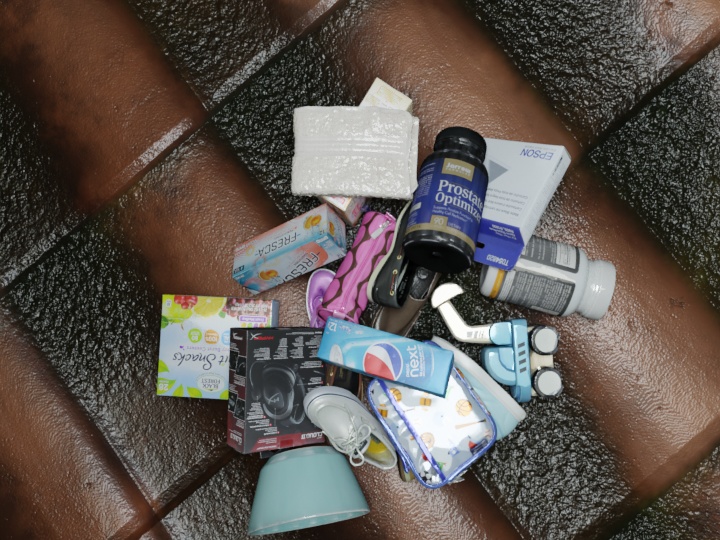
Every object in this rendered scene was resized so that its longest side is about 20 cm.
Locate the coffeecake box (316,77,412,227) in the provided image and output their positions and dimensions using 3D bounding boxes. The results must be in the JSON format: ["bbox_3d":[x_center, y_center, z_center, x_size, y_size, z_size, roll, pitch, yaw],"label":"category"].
[{"bbox_3d":[0.007,-0.188,0.968,0.072,0.154,0.203,32,89,7],"label":"coffeecake box"}]

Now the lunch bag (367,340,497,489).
[{"bbox_3d":[0.108,0.227,0.900,0.158,0.076,0.202,-34,74,-2],"label":"lunch bag"}]

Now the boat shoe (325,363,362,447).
[{"bbox_3d":[-0.031,0.209,0.963,0.068,0.070,0.207,-1,99,-15],"label":"boat shoe"}]

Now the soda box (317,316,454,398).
[{"bbox_3d":[0.039,0.129,0.865,0.194,0.068,0.066,14,77,15],"label":"soda box"}]

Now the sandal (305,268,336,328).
[{"bbox_3d":[-0.055,0.100,1.001,0.080,0.050,0.210,-4,86,4],"label":"sandal"}]

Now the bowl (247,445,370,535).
[{"bbox_3d":[-0.087,0.348,0.927,0.194,0.202,0.108,-12,65,3],"label":"bowl"}]

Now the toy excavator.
[{"bbox_3d":[0.218,0.116,0.951,0.193,0.100,0.201,-4,85,3],"label":"toy excavator"}]

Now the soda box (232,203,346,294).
[{"bbox_3d":[-0.119,-0.033,0.969,0.196,0.064,0.070,-23,49,23],"label":"soda box"}]

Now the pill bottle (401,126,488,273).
[{"bbox_3d":[0.135,-0.110,0.884,0.108,0.112,0.205,13,69,5],"label":"pill bottle"}]

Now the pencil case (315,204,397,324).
[{"bbox_3d":[0.000,0.000,0.962,0.089,0.093,0.204,29,74,-13],"label":"pencil case"}]

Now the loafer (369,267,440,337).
[{"bbox_3d":[0.075,0.048,0.984,0.072,0.071,0.204,29,88,6],"label":"loafer"}]

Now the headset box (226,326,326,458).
[{"bbox_3d":[-0.133,0.195,0.932,0.145,0.076,0.207,2,88,-35],"label":"headset box"}]

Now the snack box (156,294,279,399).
[{"bbox_3d":[-0.244,0.132,1.005,0.193,0.068,0.175,3,87,6],"label":"snack box"}]

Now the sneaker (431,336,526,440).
[{"bbox_3d":[0.179,0.199,0.963,0.199,0.074,0.082,43,87,8],"label":"sneaker"}]

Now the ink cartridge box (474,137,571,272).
[{"bbox_3d":[0.208,-0.116,0.934,0.197,0.040,0.204,21,79,50],"label":"ink cartridge box"}]

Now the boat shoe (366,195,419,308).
[{"bbox_3d":[0.080,-0.033,0.943,0.062,0.074,0.205,15,71,33],"label":"boat shoe"}]

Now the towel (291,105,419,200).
[{"bbox_3d":[-0.009,-0.176,0.874,0.193,0.034,0.137,2,86,4],"label":"towel"}]

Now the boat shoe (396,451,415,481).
[{"bbox_3d":[0.092,0.245,0.971,0.074,0.072,0.207,-2,85,-7],"label":"boat shoe"}]

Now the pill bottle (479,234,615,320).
[{"bbox_3d":[0.301,0.008,0.947,0.194,0.116,0.120,16,86,6],"label":"pill bottle"}]

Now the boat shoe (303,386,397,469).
[{"bbox_3d":[-0.009,0.260,0.904,0.074,0.087,0.202,-40,124,7],"label":"boat shoe"}]
